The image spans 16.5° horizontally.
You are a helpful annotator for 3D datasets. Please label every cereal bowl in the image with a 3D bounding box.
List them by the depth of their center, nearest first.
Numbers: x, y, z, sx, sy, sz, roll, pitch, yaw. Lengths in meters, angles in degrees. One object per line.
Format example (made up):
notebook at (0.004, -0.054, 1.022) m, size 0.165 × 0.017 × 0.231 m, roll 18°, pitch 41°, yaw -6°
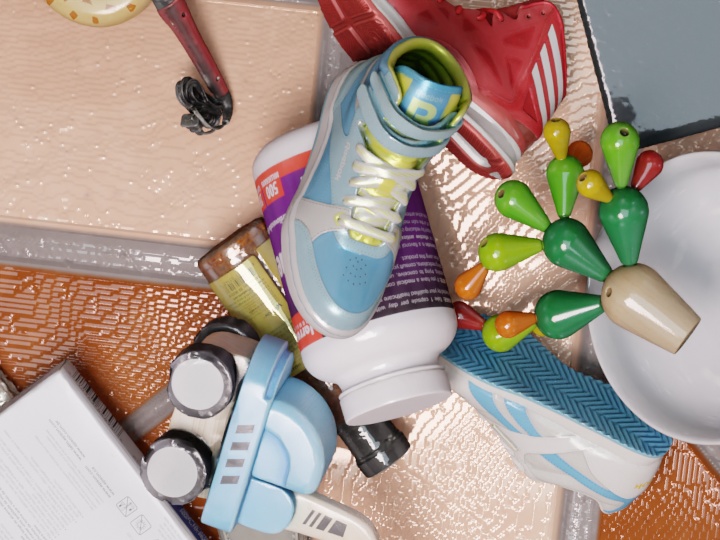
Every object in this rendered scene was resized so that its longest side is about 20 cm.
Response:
cereal bowl at (0.259, 0.019, 1.715) m, size 0.199 × 0.083 × 0.202 m, roll 1°, pitch 91°, yaw 38°

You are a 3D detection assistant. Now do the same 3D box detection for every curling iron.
curling iron at (-0.133, -0.179, 1.723) m, size 0.025 × 0.050 × 0.201 m, roll -6°, pitch 123°, yaw 25°

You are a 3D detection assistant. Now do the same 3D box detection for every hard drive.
hard drive at (0.256, -0.174, 1.726) m, size 0.198 × 0.033 × 0.141 m, roll -15°, pitch 98°, yaw 7°

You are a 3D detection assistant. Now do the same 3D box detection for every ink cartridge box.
ink cartridge box at (-0.231, 0.200, 1.797) m, size 0.199 × 0.043 × 0.197 m, roll -36°, pitch 97°, yaw 11°

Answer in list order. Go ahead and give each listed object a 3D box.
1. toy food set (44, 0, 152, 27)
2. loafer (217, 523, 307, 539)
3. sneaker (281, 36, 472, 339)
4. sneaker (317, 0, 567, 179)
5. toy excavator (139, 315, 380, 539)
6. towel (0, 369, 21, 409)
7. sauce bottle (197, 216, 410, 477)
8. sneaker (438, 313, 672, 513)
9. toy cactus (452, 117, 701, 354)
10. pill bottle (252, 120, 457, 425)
toy food set at (-0.191, -0.289, 1.736) m, size 0.198 × 0.049 × 0.200 m, roll 41°, pitch 101°, yaw -3°
loafer at (-0.081, 0.153, 1.793) m, size 0.069 × 0.070 × 0.202 m, roll -11°, pitch 99°, yaw 7°
sneaker at (0.013, -0.063, 1.599) m, size 0.079 × 0.130 × 0.201 m, roll 17°, pitch 67°, yaw -21°
sneaker at (0.063, -0.169, 1.715) m, size 0.200 × 0.078 × 0.116 m, roll 48°, pitch 69°, yaw -19°
toy excavator at (-0.047, 0.151, 1.702) m, size 0.199 × 0.100 × 0.196 m, roll 18°, pitch 104°, yaw 6°
towel at (-0.270, 0.165, 1.831) m, size 0.132 × 0.034 × 0.200 m, roll -38°, pitch 96°, yaw 8°
sauce bottle at (-0.038, 0.058, 1.776) m, size 0.066 × 0.066 × 0.201 m, roll -32°, pitch 95°, yaw 10°
sneaker at (0.120, 0.101, 1.764) m, size 0.199 × 0.077 × 0.081 m, roll 31°, pitch 130°, yaw 11°
toy cactus at (0.159, -0.004, 1.699) m, size 0.165 × 0.102 × 0.201 m, roll 38°, pitch 110°, yaw 11°
pill bottle at (0.000, 0.000, 1.712) m, size 0.112 × 0.112 × 0.201 m, roll -17°, pitch 78°, yaw 8°
